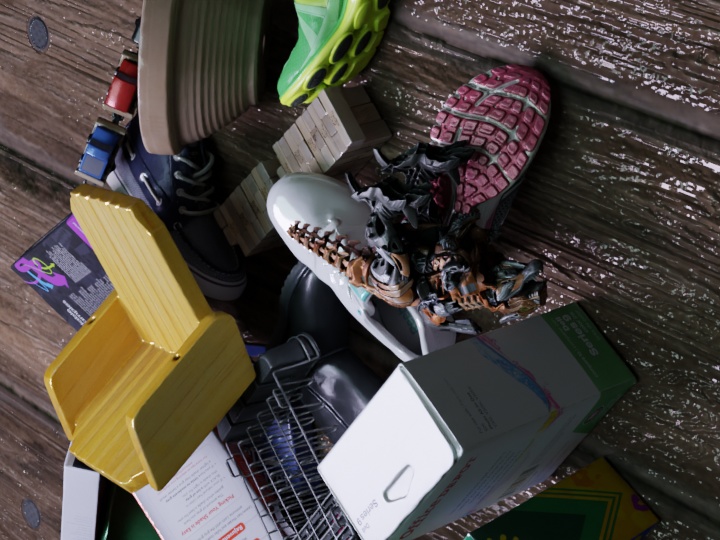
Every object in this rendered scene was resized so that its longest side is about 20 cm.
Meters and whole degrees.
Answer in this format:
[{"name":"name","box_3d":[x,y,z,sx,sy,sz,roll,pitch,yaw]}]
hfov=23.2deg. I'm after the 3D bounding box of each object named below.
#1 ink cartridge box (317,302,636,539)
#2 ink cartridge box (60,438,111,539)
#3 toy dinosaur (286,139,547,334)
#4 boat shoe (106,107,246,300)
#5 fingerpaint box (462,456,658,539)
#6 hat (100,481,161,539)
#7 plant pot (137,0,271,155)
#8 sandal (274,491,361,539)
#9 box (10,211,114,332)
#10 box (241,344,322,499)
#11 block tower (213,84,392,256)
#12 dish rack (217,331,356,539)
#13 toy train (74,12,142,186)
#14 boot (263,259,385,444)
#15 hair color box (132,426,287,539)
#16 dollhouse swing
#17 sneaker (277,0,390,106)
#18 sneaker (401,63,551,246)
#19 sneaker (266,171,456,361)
[{"name":"ink cartridge box","box_3d":[0.087,0.117,1.320,0.088,0.200,0.145,53,135,19]},{"name":"ink cartridge box","box_3d":[-0.262,0.212,1.690,0.039,0.100,0.200,12,137,-3]},{"name":"toy dinosaur","box_3d":[0.039,-0.014,1.303,0.199,0.102,0.136,-1,119,6]},{"name":"boat shoe","box_3d":[-0.160,-0.069,1.610,0.200,0.075,0.093,47,126,23]},{"name":"fingerpaint box","box_3d":[0.115,0.254,1.363,0.073,0.167,0.200,48,134,21]},{"name":"hat","box_3d":[-0.161,0.249,1.745,0.175,0.201,0.166,10,143,-1]},{"name":"plant pot","box_3d":[-0.126,-0.194,1.484,0.092,0.201,0.202,6,114,3]},{"name":"sandal","box_3d":[0.010,0.247,1.548,0.200,0.075,0.045,34,120,25]},{"name":"box","box_3d":[-0.248,0.011,1.696,0.143,0.036,0.200,46,147,-11]},{"name":"box","box_3d":[-0.089,0.171,1.651,0.121,0.032,0.201,3,105,46]},{"name":"block tower","box_3d":[-0.050,-0.083,1.503,0.200,0.058,0.054,-44,72,47]},{"name":"dish rack","box_3d":[-0.052,0.173,1.495,0.201,0.054,0.154,63,147,21]},{"name":"toy train","box_3d":[-0.211,-0.164,1.589,0.034,0.046,0.201,23,104,-6]},{"name":"boot","box_3d":[0.007,0.096,1.494,0.200,0.065,0.165,50,143,28]},{"name":"hair color box","box_3d":[-0.122,0.237,1.606,0.101,0.061,0.200,-37,72,7]},{"name":"dollhouse swing","box_3d":[-0.217,0.054,1.503,0.176,0.182,0.200,48,164,-29]},{"name":"sneaker","box_3d":[-0.021,-0.224,1.413,0.084,0.074,0.201,39,120,27]},{"name":"sneaker","box_3d":[0.086,-0.072,1.356,0.081,0.075,0.200,36,115,15]},{"name":"sneaker","box_3d":[0.000,0.000,1.416,0.200,0.088,0.075,45,105,0]}]
